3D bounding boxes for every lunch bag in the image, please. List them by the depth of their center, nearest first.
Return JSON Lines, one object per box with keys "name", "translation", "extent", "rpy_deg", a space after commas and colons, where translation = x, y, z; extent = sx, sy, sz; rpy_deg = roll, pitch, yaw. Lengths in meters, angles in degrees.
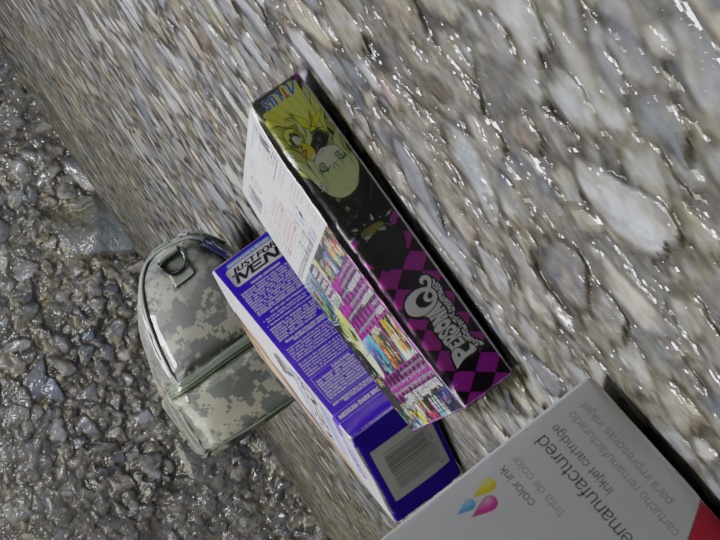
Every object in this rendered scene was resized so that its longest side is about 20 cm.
{"name": "lunch bag", "translation": [-0.125, 0.057, 1.313], "extent": [0.168, 0.139, 0.200], "rpy_deg": [54, 169, 1]}

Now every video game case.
{"name": "video game case", "translation": [0.000, 0.000, 0.826], "extent": [0.182, 0.036, 0.200], "rpy_deg": [55, 170, 5]}

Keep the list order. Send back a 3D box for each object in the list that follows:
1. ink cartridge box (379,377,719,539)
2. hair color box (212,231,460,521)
{"name": "ink cartridge box", "translation": [0.061, 0.164, 0.594], "extent": [0.148, 0.199, 0.086], "rpy_deg": [49, 169, 26]}
{"name": "hair color box", "translation": [-0.019, 0.070, 1.076], "extent": [0.200, 0.065, 0.110], "rpy_deg": [48, 169, 43]}
